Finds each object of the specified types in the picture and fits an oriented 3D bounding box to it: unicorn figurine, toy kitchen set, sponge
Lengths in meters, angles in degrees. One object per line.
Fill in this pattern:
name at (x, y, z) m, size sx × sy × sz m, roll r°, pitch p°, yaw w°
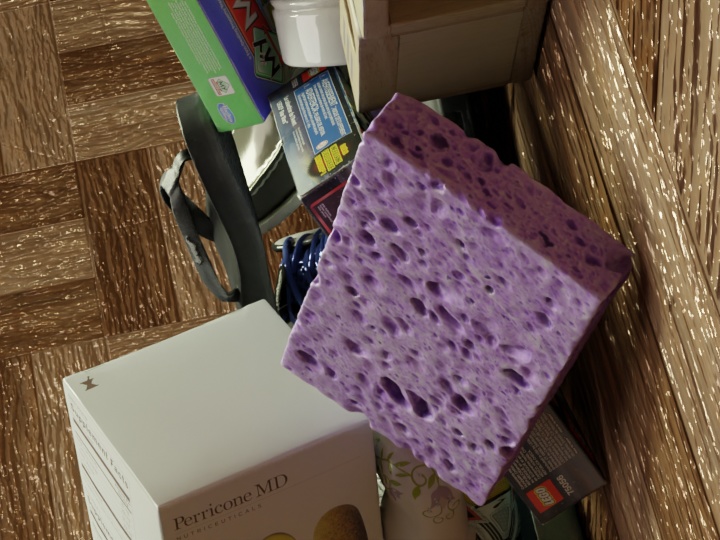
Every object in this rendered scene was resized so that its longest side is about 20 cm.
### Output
unicorn figurine at (0.035, 0.121, 1.166) m, size 0.137 × 0.074 × 0.200 m, roll 50°, pitch 170°, yaw 51°
toy kitchen set at (-0.024, -0.183, 1.015) m, size 0.180 × 0.163 × 0.200 m, roll 90°, pitch 168°, yaw -75°
sponge at (0.034, 0.017, 0.996) m, size 0.112 × 0.030 × 0.200 m, roll 36°, pitch 151°, yaw 8°

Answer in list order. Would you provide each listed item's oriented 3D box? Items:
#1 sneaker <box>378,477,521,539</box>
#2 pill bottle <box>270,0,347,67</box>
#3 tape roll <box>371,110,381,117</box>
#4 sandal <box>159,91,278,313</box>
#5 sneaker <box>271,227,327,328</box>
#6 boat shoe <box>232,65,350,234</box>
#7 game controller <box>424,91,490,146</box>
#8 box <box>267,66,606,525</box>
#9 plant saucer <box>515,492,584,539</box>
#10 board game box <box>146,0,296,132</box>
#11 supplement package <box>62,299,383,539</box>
sneaker at (0.014, 0.088, 1.297) m, size 0.200 × 0.078 × 0.082 m, roll 32°, pitch 137°, yaw 35°
pill bottle at (-0.011, -0.199, 1.119) m, size 0.120 × 0.120 × 0.200 m, roll -116°, pitch 15°, yaw -77°
tape roll at (0.005, -0.116, 1.453) m, size 0.200 × 0.085 × 0.200 m, roll 168°, pitch 90°, yaw -86°
sandal at (-0.072, -0.015, 1.247) m, size 0.200 × 0.043 × 0.076 m, roll 81°, pitch 173°, yaw -58°
sneaker at (0.000, 0.000, 1.310) m, size 0.199 × 0.115 × 0.081 m, roll 50°, pitch -150°, yaw -66°
boat shoe at (-0.032, -0.114, 1.309) m, size 0.072 × 0.060 × 0.202 m, roll 37°, pitch 101°, yaw 46°
game controller at (0.050, -0.097, 1.241) m, size 0.104 × 0.042 × 0.200 m, roll -47°, pitch -53°, yaw -76°
box at (0.034, 0.007, 1.130) m, size 0.200 × 0.040 × 0.137 m, roll 53°, pitch -173°, yaw -24°
plant saucer at (0.101, 0.165, 1.298) m, size 0.200 × 0.027 × 0.200 m, roll 169°, pitch 90°, yaw -87°
board game box at (-0.076, -0.185, 1.157) m, size 0.200 × 0.029 × 0.135 m, roll 62°, pitch -145°, yaw -30°
supplement package at (-0.060, 0.136, 1.179) m, size 0.110 × 0.114 × 0.200 m, roll 47°, pitch 152°, yaw 46°
